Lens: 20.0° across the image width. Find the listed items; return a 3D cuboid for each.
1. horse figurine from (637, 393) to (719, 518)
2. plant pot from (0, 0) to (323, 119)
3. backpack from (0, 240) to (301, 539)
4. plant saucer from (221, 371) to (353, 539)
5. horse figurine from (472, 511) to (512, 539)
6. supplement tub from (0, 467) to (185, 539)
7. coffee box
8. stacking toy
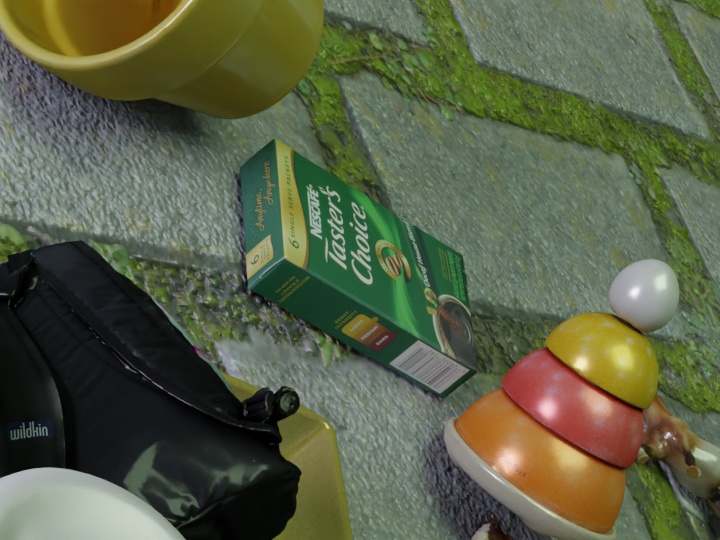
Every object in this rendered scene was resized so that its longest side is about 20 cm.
[{"bbox_3d":[0.288,0.169,1.689,0.199,0.050,0.133,39,15,-7],"label":"horse figurine"},{"bbox_3d":[-0.123,-0.196,1.401,0.189,0.200,0.202,34,31,-57],"label":"plant pot"},{"bbox_3d":[-0.145,0.085,1.068,0.166,0.127,0.200,-22,54,-31],"label":"backpack"},{"bbox_3d":[-0.088,0.150,1.205,0.199,0.048,0.201,26,38,-37],"label":"plant saucer"},{"bbox_3d":[0.145,0.251,1.372,0.199,0.050,0.133,32,16,6],"label":"horse figurine"},{"bbox_3d":[-0.162,0.195,0.891,0.144,0.200,0.146,27,38,-24],"label":"supplement tub"},{"bbox_3d":[0.000,0.000,1.489,0.199,0.044,0.124,31,36,-32],"label":"coffee box"},{"bbox_3d":[0.166,0.083,1.448,0.145,0.201,0.146,33,9,-6],"label":"stacking toy"}]
